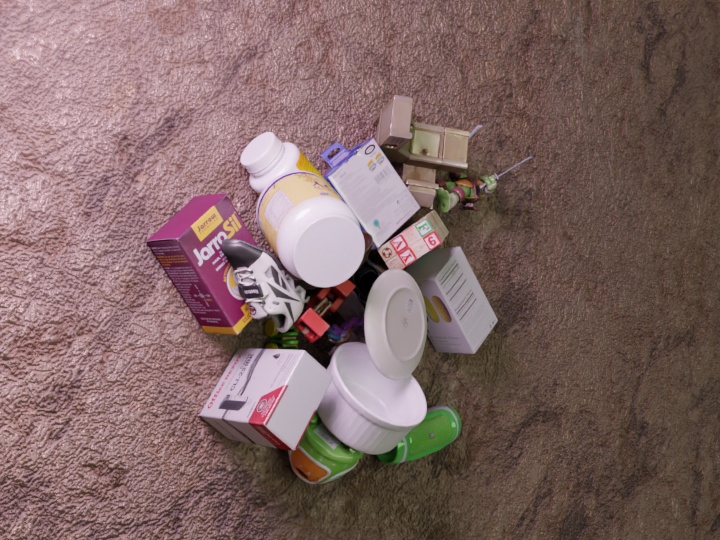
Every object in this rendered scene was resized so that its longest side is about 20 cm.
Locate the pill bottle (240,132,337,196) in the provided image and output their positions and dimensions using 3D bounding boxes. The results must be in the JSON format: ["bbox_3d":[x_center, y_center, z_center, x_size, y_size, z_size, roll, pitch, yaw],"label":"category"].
[{"bbox_3d":[-0.125,-0.152,1.720,0.200,0.108,0.110,48,59,-33],"label":"pill bottle"}]

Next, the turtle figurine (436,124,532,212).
[{"bbox_3d":[0.222,-0.210,2.039,0.193,0.200,0.145,-24,71,-37],"label":"turtle figurine"}]

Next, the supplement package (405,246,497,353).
[{"bbox_3d":[0.185,0.063,2.015,0.110,0.113,0.201,-48,120,-34],"label":"supplement package"}]

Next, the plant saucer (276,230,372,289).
[{"bbox_3d":[-0.068,-0.016,1.711,0.200,0.199,0.035,-35,116,-38],"label":"plant saucer"}]

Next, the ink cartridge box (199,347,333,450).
[{"bbox_3d":[-0.162,0.214,1.619,0.084,0.199,0.145,44,61,-29],"label":"ink cartridge box"}]

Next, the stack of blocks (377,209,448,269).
[{"bbox_3d":[0.108,-0.059,1.897,0.059,0.114,0.200,56,12,-1],"label":"stack of blocks"}]

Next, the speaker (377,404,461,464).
[{"bbox_3d":[0.119,0.337,1.968,0.198,0.088,0.090,-11,97,-44],"label":"speaker"}]

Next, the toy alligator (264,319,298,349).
[{"bbox_3d":[-0.137,0.098,1.742,0.059,0.054,0.203,1,89,-44],"label":"toy alligator"}]

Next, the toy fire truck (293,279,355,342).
[{"bbox_3d":[-0.074,0.070,1.722,0.049,0.200,0.141,41,71,-5],"label":"toy fire truck"}]

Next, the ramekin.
[{"bbox_3d":[0.013,0.234,1.721,0.199,0.201,0.098,7,129,-44],"label":"ramekin"}]

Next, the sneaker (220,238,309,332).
[{"bbox_3d":[-0.163,0.029,1.562,0.200,0.073,0.089,45,58,-35],"label":"sneaker"}]

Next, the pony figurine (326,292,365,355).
[{"bbox_3d":[0.019,0.115,1.847,0.195,0.165,0.200,-60,142,-17],"label":"pony figurine"}]

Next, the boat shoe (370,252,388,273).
[{"bbox_3d":[0.078,0.046,1.940,0.074,0.075,0.201,-54,125,-34],"label":"boat shoe"}]

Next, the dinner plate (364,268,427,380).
[{"bbox_3d":[0.073,0.097,1.731,0.199,0.024,0.204,8,81,-54],"label":"dinner plate"}]

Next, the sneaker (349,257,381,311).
[{"bbox_3d":[0.000,0.000,1.787,0.069,0.201,0.078,-26,144,-12],"label":"sneaker"}]

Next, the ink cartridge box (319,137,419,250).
[{"bbox_3d":[0.004,-0.158,1.840,0.136,0.076,0.201,-42,106,-27],"label":"ink cartridge box"}]

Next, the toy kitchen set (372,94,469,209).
[{"bbox_3d":[0.129,-0.222,1.870,0.197,0.180,0.166,8,81,-11],"label":"toy kitchen set"}]

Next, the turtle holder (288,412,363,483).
[{"bbox_3d":[-0.065,0.309,1.766,0.140,0.132,0.186,26,28,-16],"label":"turtle holder"}]

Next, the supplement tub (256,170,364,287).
[{"bbox_3d":[-0.083,-0.070,1.592,0.143,0.200,0.147,-10,118,-19],"label":"supplement tub"}]

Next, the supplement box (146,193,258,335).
[{"bbox_3d":[-0.243,-0.010,1.607,0.131,0.102,0.201,-47,120,-33],"label":"supplement box"}]
